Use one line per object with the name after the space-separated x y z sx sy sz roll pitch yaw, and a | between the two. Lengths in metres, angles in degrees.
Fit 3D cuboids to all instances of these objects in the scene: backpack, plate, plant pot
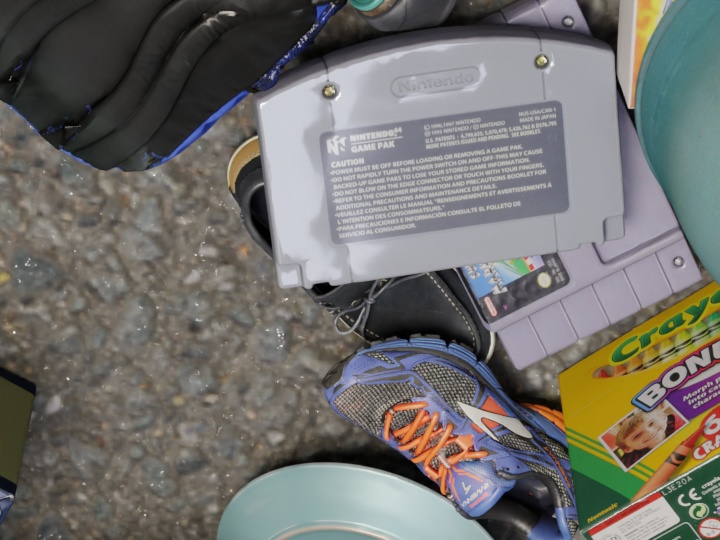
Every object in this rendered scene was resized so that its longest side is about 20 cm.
-0.101 -0.157 1.133 0.162 0.168 0.200 42 115 -8 | backpack
0.001 0.200 1.342 0.200 0.026 0.200 10 130 12 | plate
0.249 -0.042 1.074 0.200 0.188 0.200 -1 126 -2 | plant pot

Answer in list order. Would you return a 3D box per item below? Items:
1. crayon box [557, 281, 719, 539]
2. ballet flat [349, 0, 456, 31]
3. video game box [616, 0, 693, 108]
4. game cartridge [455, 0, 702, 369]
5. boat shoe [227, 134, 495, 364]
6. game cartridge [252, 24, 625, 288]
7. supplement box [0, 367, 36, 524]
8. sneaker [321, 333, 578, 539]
0.214 0.071 1.226 0.200 0.173 0.058 -32 114 15 | crayon box
0.065 -0.214 1.162 0.073 0.073 0.200 27 107 -11 | ballet flat
0.229 -0.182 1.116 0.182 0.047 0.200 -2 126 0 | video game box
0.102 -0.051 1.240 0.130 0.038 0.200 -29 112 -1 | game cartridge
0.000 0.000 1.262 0.075 0.062 0.200 -41 109 17 | boat shoe
0.045 -0.067 1.191 0.200 0.042 0.133 -8 107 -5 | game cartridge
-0.308 0.107 1.235 0.200 0.200 0.134 29 100 -11 | supplement box
0.064 0.102 1.272 0.200 0.079 0.075 26 130 -25 | sneaker
